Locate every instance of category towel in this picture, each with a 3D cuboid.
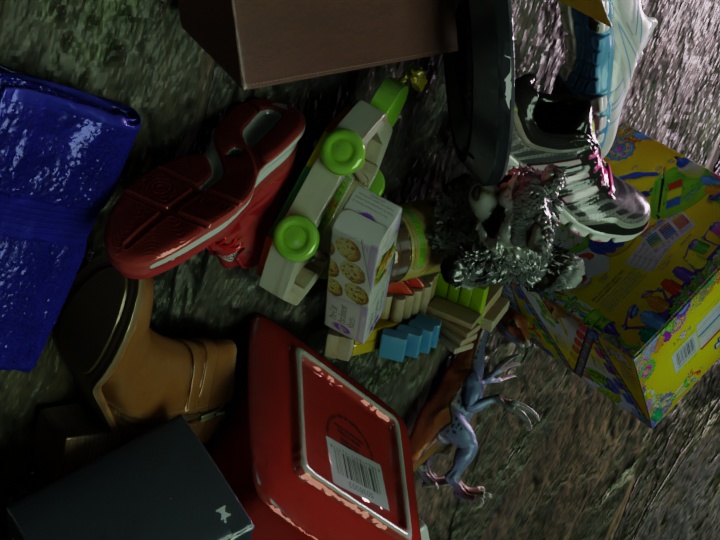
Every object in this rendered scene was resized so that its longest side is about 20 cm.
[{"bbox_3d":[-0.228,-0.027,0.883,0.147,0.049,0.202,12,109,-49],"label":"towel"}]

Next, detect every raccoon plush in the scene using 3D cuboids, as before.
[{"bbox_3d":[0.152,-0.037,1.121,0.198,0.133,0.098,2,83,-40],"label":"raccoon plush"}]

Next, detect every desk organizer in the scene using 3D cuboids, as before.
[{"bbox_3d":[-0.026,-0.176,0.944,0.198,0.071,0.078,-17,106,-38],"label":"desk organizer"}]

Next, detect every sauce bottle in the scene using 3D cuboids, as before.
[{"bbox_3d":[0.079,-0.035,1.189,0.198,0.065,0.065,-15,129,-41],"label":"sauce bottle"}]

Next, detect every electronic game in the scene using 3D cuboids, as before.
[{"bbox_3d":[0.089,-0.164,1.015,0.041,0.201,0.202,-4,129,-3],"label":"electronic game"}]

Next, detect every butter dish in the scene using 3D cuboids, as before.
[{"bbox_3d":[-0.056,0.175,1.119,0.147,0.201,0.199,-36,126,24],"label":"butter dish"}]

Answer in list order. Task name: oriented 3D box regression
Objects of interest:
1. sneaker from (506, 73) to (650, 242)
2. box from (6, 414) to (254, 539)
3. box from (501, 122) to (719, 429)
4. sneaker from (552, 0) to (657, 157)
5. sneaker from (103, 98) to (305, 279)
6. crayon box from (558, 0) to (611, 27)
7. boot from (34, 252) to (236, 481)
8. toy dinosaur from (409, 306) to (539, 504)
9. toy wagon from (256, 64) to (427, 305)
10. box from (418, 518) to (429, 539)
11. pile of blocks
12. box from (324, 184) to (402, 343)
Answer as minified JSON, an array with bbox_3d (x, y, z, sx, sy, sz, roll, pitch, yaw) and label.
[{"bbox_3d":[0.182,-0.097,1.169,0.199,0.074,0.087,31,126,-19],"label":"sneaker"},{"bbox_3d":[-0.174,0.221,1.026,0.147,0.105,0.201,-26,156,-28],"label":"box"},{"bbox_3d":[0.261,0.000,1.300,0.200,0.192,0.122,-43,141,-13],"label":"box"},{"bbox_3d":[0.221,-0.185,1.205,0.086,0.075,0.202,-20,133,-23],"label":"sneaker"},{"bbox_3d":[-0.101,-0.026,0.967,0.200,0.078,0.117,-43,148,-41],"label":"sneaker"},{"bbox_3d":[0.134,-0.283,1.008,0.051,0.127,0.201,-43,142,-12],"label":"crayon box"},{"bbox_3d":[-0.150,0.064,1.020,0.153,0.074,0.201,-7,133,-43],"label":"boot"},{"bbox_3d":[0.099,0.125,1.318,0.198,0.105,0.184,-5,102,-30],"label":"toy dinosaur"},{"bbox_3d":[-0.012,-0.068,1.038,0.202,0.039,0.155,-62,172,-2],"label":"toy wagon"},{"bbox_3d":[-0.015,0.277,1.253,0.106,0.152,0.202,-35,138,-23],"label":"box"},{"bbox_3d":[0.057,0.028,1.197,0.198,0.082,0.063,-18,130,-37],"label":"pile of blocks"},{"bbox_3d":[0.000,0.000,1.057,0.039,0.041,0.200,-59,172,-21],"label":"box"}]
